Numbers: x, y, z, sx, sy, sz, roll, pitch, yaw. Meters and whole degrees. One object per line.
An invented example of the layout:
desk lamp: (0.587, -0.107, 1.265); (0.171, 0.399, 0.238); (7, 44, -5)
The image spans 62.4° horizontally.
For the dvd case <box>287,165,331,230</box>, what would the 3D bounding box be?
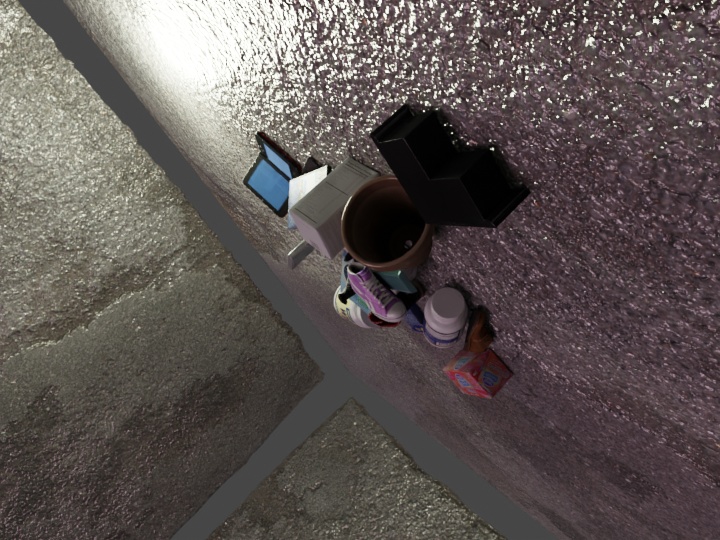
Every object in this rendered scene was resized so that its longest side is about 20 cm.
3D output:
dvd case: (-0.140, -0.192, 1.604); (0.017, 0.144, 0.199); (8, 171, -35)

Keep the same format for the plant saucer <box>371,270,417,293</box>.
plant saucer: (0.074, 0.024, 1.531); (0.070, 0.019, 0.200); (51, 165, -19)

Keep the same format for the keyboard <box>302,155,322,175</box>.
keyboard: (-0.079, -0.224, 1.633); (0.200, 0.040, 0.104); (46, 142, 7)

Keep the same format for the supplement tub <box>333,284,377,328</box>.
supplement tub: (0.009, 0.115, 2.033); (0.145, 0.145, 0.200); (52, 165, -23)

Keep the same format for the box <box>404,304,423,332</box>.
box: (0.142, 0.115, 1.880); (0.200, 0.032, 0.121); (52, 165, -13)

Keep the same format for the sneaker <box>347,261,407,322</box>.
sneaker: (0.034, 0.051, 1.542); (0.200, 0.073, 0.115); (35, 160, 32)

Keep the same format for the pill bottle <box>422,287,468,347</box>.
pill bottle: (0.217, 0.118, 1.520); (0.111, 0.111, 0.200); (41, 164, 19)

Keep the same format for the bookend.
bookend: (0.142, -0.178, 0.982); (0.201, 0.092, 0.198); (54, 162, -21)

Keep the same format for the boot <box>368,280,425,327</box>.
boot: (0.066, 0.085, 1.676); (0.199, 0.151, 0.074); (10, 132, 30)

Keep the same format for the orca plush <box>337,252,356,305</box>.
orca plush: (0.000, 0.000, 1.679); (0.071, 0.200, 0.105); (-2, 134, 53)

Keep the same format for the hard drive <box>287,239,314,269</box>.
hard drive: (-0.141, -0.091, 1.797); (0.026, 0.200, 0.132); (44, 166, 4)

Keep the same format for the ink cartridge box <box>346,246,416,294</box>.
ink cartridge box: (0.052, -0.048, 1.598); (0.200, 0.083, 0.145); (41, 165, 19)

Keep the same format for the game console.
game console: (-0.275, -0.291, 1.811); (0.200, 0.119, 0.173); (41, 165, 17)

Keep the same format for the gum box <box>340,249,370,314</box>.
gum box: (0.012, 0.027, 1.841); (0.170, 0.044, 0.201); (37, 139, 33)

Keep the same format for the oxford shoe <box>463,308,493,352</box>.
oxford shoe: (0.304, 0.154, 1.501); (0.071, 0.072, 0.200); (13, 155, 13)

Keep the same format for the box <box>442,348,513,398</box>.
box: (0.328, 0.289, 1.690); (0.103, 0.095, 0.200); (48, 165, -4)

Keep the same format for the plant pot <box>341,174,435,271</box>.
plant pot: (0.080, -0.083, 1.285); (0.200, 0.201, 0.174); (39, -177, 26)

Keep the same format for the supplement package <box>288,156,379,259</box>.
supplement package: (-0.046, -0.146, 1.381); (0.114, 0.200, 0.110); (36, 162, 37)

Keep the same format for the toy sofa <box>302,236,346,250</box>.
toy sofa: (-0.078, -0.097, 1.684); (0.083, 0.098, 0.200); (42, -172, 11)
